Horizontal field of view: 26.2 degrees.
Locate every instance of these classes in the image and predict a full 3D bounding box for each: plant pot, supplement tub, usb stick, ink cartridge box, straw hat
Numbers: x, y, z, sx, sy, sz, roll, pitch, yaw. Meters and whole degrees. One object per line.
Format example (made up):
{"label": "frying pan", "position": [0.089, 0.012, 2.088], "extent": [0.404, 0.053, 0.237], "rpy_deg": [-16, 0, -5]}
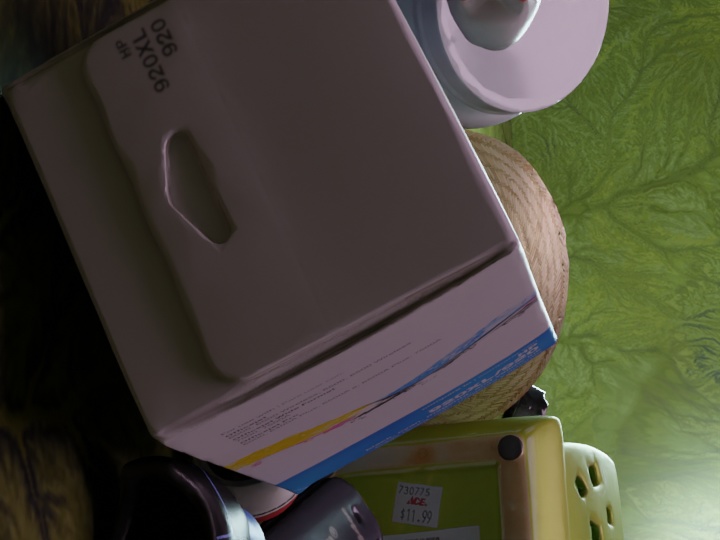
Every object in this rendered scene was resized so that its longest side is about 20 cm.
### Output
{"label": "plant pot", "position": [0.058, 0.199, 0.966], "extent": [0.182, 0.197, 0.201], "rpy_deg": [51, 35, -62]}
{"label": "supplement tub", "position": [0.040, -0.161, 0.931], "extent": [0.199, 0.143, 0.146], "rpy_deg": [14, -65, 58]}
{"label": "usb stick", "position": [-0.038, 0.149, 0.750], "extent": [0.056, 0.033, 0.200], "rpy_deg": [50, 21, 6]}
{"label": "ink cartridge box", "position": [-0.020, -0.015, 0.620], "extent": [0.148, 0.144, 0.200], "rpy_deg": [63, 4, 16]}
{"label": "straw hat", "position": [0.047, 0.018, 0.933], "extent": [0.085, 0.198, 0.204], "rpy_deg": [-125, -154, -75]}

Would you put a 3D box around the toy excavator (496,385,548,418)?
{"label": "toy excavator", "position": [0.056, 0.081, 1.189], "extent": [0.200, 0.099, 0.196], "rpy_deg": [-51, -161, 44]}

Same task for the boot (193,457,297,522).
{"label": "boot", "position": [-0.039, 0.085, 0.813], "extent": [0.201, 0.071, 0.146], "rpy_deg": [-87, 170, -53]}

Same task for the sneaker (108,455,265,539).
{"label": "sneaker", "position": [-0.074, 0.169, 0.586], "extent": [0.078, 0.069, 0.202], "rpy_deg": [55, 27, -55]}

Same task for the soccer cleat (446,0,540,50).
{"label": "soccer cleat", "position": [0.073, -0.212, 0.790], "extent": [0.078, 0.068, 0.203], "rpy_deg": [57, 40, -83]}
